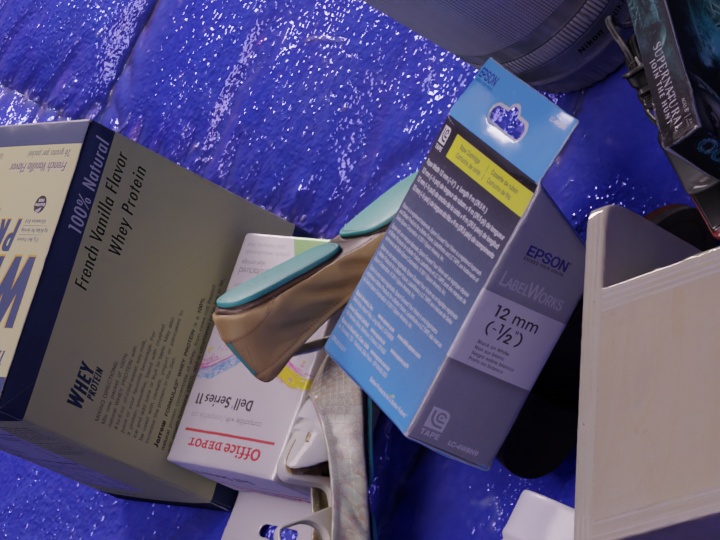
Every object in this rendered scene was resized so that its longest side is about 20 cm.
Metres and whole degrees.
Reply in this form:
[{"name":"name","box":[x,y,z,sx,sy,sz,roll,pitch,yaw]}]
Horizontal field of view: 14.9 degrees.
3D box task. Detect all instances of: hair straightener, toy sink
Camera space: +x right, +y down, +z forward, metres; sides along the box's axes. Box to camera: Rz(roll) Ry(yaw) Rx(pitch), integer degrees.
[{"name":"hair straightener","box":[0.179,-0.101,1.562,0.041,0.077,0.200,-28,34,13]},{"name":"toy sink","box":[0.197,0.060,1.414,0.112,0.130,0.200,-22,52,41]}]

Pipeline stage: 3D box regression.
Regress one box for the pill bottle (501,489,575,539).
[{"name":"pill bottle","box":[0.089,0.226,1.454,0.114,0.114,0.200,19,83,53]}]

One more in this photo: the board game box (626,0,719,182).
[{"name":"board game box","box":[0.200,-0.121,1.513,0.028,0.135,0.200,-37,44,30]}]

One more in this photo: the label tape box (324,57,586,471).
[{"name":"label tape box","box":[0.070,-0.006,1.565,0.200,0.066,0.143,-60,27,8]}]

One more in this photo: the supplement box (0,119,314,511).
[{"name":"supplement box","box":[-0.169,0.031,1.805,0.134,0.200,0.200,0,69,49]}]

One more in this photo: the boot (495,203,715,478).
[{"name":"boot","box":[0.112,0.005,1.625,0.188,0.068,0.200,-59,28,15]}]

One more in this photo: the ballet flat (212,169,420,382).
[{"name":"ballet flat","box":[0.000,0.000,1.669,0.200,0.063,0.069,-32,15,-19]}]

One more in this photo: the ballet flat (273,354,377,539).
[{"name":"ballet flat","box":[-0.021,0.137,1.639,0.067,0.062,0.200,129,138,-68]}]

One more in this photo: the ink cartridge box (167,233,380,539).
[{"name":"ink cartridge box","box":[-0.048,0.082,1.741,0.117,0.067,0.200,4,72,50]}]

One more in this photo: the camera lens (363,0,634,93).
[{"name":"camera lens","box":[0.075,-0.212,1.662,0.160,0.200,0.160,-27,50,37]}]
